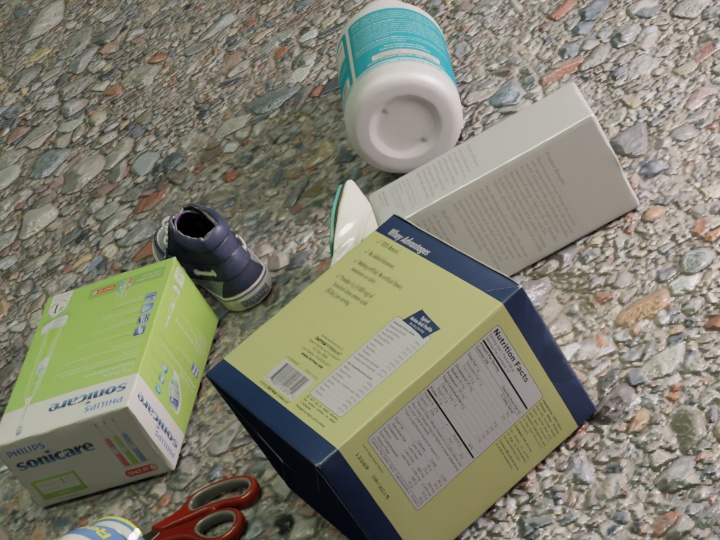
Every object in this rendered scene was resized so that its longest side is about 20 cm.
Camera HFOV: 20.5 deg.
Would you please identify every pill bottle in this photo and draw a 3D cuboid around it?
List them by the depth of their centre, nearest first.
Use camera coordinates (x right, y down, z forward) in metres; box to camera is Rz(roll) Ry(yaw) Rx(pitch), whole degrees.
[{"bbox_3d":[0.034,-0.187,1.918,0.111,0.111,0.200,-26,32,12],"label":"pill bottle"}]

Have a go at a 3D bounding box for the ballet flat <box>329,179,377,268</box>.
[{"bbox_3d":[0.000,0.000,1.748,0.069,0.069,0.200,-16,39,26],"label":"ballet flat"}]

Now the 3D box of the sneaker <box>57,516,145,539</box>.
[{"bbox_3d":[-0.183,0.278,1.414,0.074,0.200,0.082,-21,-11,28],"label":"sneaker"}]

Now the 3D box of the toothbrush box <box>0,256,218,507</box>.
[{"bbox_3d":[-0.225,0.098,1.781,0.145,0.086,0.200,-18,34,23],"label":"toothbrush box"}]

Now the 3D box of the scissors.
[{"bbox_3d":[-0.171,0.218,1.640,0.200,0.014,0.073,-20,36,22],"label":"scissors"}]

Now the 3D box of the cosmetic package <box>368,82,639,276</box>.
[{"bbox_3d":[0.119,-0.059,1.674,0.200,0.101,0.071,-28,31,7],"label":"cosmetic package"}]

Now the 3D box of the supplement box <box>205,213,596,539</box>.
[{"bbox_3d":[0.029,0.091,1.514,0.200,0.134,0.200,-40,32,-12],"label":"supplement box"}]

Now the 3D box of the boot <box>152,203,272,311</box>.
[{"bbox_3d":[-0.157,-0.033,1.896,0.073,0.090,0.200,-43,33,-15],"label":"boot"}]
